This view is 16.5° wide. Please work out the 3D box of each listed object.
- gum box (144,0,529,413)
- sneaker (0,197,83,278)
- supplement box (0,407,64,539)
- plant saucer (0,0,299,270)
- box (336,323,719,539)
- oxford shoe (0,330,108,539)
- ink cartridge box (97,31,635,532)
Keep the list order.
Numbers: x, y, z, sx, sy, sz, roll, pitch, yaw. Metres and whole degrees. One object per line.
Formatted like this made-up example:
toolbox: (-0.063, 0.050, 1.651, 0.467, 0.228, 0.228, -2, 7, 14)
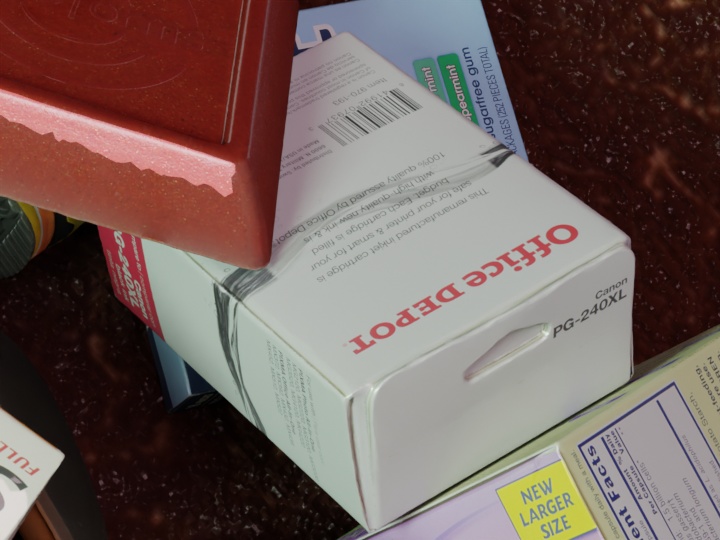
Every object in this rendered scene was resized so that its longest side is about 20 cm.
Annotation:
gum box: (-0.017, -0.038, 1.181, 0.199, 0.045, 0.171, -12, 80, -21)
sneaker: (-0.194, -0.092, 1.128, 0.200, 0.070, 0.090, 50, 43, 3)
supplement box: (-0.206, 0.084, 0.992, 0.126, 0.200, 0.074, 37, 66, -7)
plant saucer: (-0.120, -0.102, 1.032, 0.198, 0.037, 0.201, 17, 38, -10)
box: (0.098, 0.111, 1.074, 0.200, 0.176, 0.097, -26, 87, -49)
oxford shoe: (-0.180, 0.061, 1.093, 0.071, 0.071, 0.201, -33, 95, 9)
ink cartridge box: (0.000, 0.000, 1.048, 0.145, 0.084, 0.200, -28, 45, -24)
